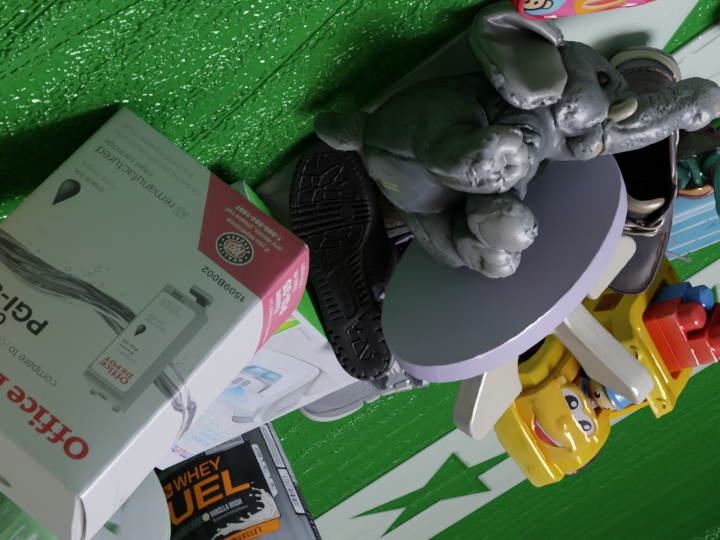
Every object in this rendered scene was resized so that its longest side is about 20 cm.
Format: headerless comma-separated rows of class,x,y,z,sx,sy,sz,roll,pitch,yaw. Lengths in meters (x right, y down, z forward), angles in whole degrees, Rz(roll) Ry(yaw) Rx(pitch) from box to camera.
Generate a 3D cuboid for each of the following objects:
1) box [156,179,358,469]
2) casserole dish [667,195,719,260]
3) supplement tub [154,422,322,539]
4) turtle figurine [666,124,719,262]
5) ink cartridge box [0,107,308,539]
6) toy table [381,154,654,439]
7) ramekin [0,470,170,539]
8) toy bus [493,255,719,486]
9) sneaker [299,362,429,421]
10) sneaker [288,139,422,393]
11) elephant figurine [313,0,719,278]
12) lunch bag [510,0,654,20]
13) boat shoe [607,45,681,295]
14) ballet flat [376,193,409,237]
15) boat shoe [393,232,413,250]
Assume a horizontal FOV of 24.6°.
box,-0.114,0.043,1.149,0.175,0.097,0.200,-25,157,6
casserole dish,0.299,-0.051,1.489,0.199,0.039,0.121,-21,158,-15
supplement tub,-0.111,0.189,1.355,0.122,0.201,0.123,-23,158,-10
turtle figurine,0.275,-0.066,1.343,0.149,0.101,0.200,-26,175,16
ink cartridge box,-0.146,0.030,0.933,0.200,0.146,0.083,-49,170,-27
toy table,0.111,0.017,1.124,0.200,0.184,0.117,-39,138,-7
ramekin,-0.231,0.170,1.198,0.098,0.201,0.200,-41,154,19
toy bus,0.222,0.075,1.401,0.191,0.136,0.200,-13,-155,39
sneaker,0.012,0.064,1.384,0.199,0.075,0.115,-31,155,15
sneaker,0.003,-0.001,1.150,0.060,0.201,0.104,-9,-167,17
elephant figurine,0.106,-0.101,1.065,0.200,0.156,0.141,-47,-156,-25
lunch bag,0.170,-0.229,0.904,0.199,0.082,0.177,-16,152,-27
boat shoe,0.193,-0.061,1.198,0.074,0.074,0.201,2,124,10
ballet flat,0.067,-0.064,1.207,0.199,0.047,0.067,-20,-179,0
boat shoe,0.002,0.022,1.297,0.199,0.075,0.093,-26,153,-22
